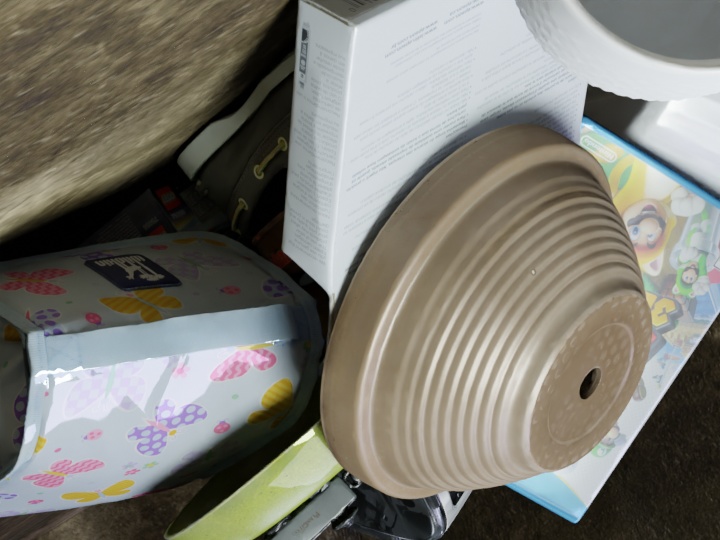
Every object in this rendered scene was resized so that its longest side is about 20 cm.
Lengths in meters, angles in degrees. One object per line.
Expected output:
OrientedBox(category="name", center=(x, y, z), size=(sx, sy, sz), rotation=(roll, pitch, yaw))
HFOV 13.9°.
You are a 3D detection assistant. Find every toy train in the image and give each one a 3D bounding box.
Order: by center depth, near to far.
OrientedBox(category="toy train", center=(0.025, 0.085, 1.598), size=(0.200, 0.034, 0.046), rotation=(-42, -172, -6))

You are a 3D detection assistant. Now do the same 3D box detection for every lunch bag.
OrientedBox(category="lunch bag", center=(-0.131, 0.050, 1.528), size=(0.169, 0.127, 0.200), rotation=(-9, 170, -28))

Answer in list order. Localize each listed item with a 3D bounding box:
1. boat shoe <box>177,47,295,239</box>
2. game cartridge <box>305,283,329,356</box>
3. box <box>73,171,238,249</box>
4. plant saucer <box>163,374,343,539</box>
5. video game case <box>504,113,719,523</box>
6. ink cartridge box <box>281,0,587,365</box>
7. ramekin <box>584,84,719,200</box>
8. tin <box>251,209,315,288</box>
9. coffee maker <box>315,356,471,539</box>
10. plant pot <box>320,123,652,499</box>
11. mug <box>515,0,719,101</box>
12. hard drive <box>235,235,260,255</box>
OrientedBox(category="boat shoe", center=(-0.024, -0.078, 1.503), size=(0.072, 0.060, 0.202), rotation=(-31, 175, -37))
OrientedBox(category="game cartridge", center=(0.000, 0.000, 1.712), size=(0.200, 0.032, 0.176), rotation=(-30, -166, 31))
OrientedBox(category="box", center=(-0.135, -0.002, 1.694), size=(0.200, 0.040, 0.137), rotation=(-36, 177, 35))
OrientedBox(category="plant saucer", center=(-0.021, 0.085, 1.567), size=(0.200, 0.031, 0.200), rotation=(-41, -176, 3))
OrientedBox(category="video game case", center=(0.120, 0.028, 1.650), size=(0.200, 0.143, 0.018), rotation=(-57, -155, 7))
OrientedBox(category="ink cartridge box", center=(0.042, -0.078, 1.441), size=(0.199, 0.041, 0.200), rotation=(-30, 138, -39))
OrientedBox(category="ramekin", center=(0.179, -0.122, 1.713), size=(0.098, 0.201, 0.200), rotation=(21, 143, -28))
OrientedBox(category="tin", center=(0.032, -0.052, 1.566), size=(0.200, 0.042, 0.112), rotation=(-31, 171, -24))
OrientedBox(category="coffee maker", center=(0.038, 0.059, 1.771), size=(0.200, 0.135, 0.192), rotation=(-44, -167, -25))
OrientedBox(category="plant pot", center=(0.079, 0.037, 1.465), size=(0.201, 0.093, 0.201), rotation=(-36, 143, -33))
OrientedBox(category="mug", center=(0.147, -0.171, 1.319), size=(0.175, 0.147, 0.200), rotation=(135, -19, -84))
OrientedBox(category="hard drive", center=(-0.073, -0.004, 1.780), size=(0.140, 0.038, 0.200), rotation=(-30, -164, 53))
